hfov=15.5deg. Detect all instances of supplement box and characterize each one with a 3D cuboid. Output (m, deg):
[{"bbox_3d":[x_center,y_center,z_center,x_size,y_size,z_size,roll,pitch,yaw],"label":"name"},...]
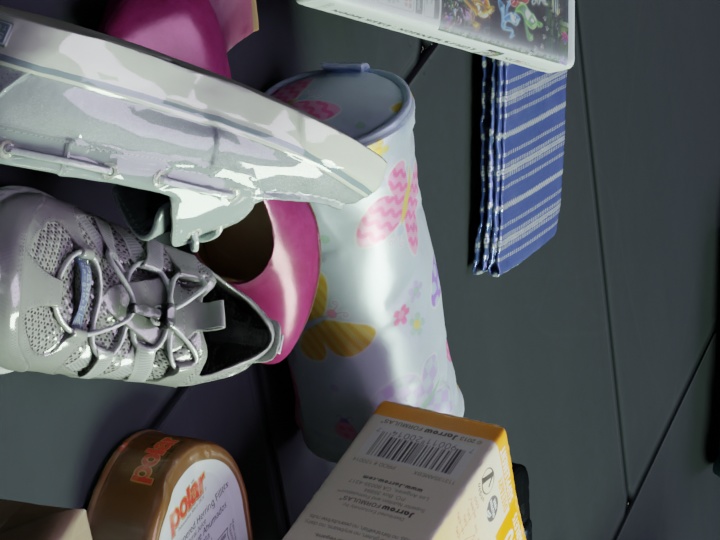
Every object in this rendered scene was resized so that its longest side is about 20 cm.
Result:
[{"bbox_3d":[0.005,0.175,1.237,0.200,0.073,0.127,-53,142,-39],"label":"supplement box"}]

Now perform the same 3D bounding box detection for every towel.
[{"bbox_3d":[0.097,-0.107,1.597,0.145,0.024,0.201,-31,125,-66],"label":"towel"}]

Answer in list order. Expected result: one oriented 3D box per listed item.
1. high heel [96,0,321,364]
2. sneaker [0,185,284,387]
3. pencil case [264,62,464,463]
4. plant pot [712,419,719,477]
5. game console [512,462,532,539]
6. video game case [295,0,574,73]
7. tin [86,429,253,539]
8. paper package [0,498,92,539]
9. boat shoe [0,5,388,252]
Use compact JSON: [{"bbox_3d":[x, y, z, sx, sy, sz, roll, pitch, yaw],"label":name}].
[{"bbox_3d":[-0.074,-0.036,1.151,0.096,0.067,0.201,-41,125,-49],"label":"high heel"},{"bbox_3d":[-0.095,0.009,1.069,0.200,0.081,0.075,9,87,-68],"label":"sneaker"},{"bbox_3d":[0.000,0.000,1.297,0.091,0.083,0.201,-49,139,-44],"label":"pencil case"},{"bbox_3d":[0.369,0.054,2.084,0.200,0.199,0.198,-19,105,-66],"label":"plant pot"},{"bbox_3d":[0.113,0.239,1.580,0.172,0.118,0.201,-38,130,-60],"label":"game console"},{"bbox_3d":[0.040,-0.210,1.289,0.181,0.023,0.201,10,77,-44],"label":"video game case"},{"bbox_3d":[-0.081,0.168,1.202,0.112,0.042,0.201,-55,144,-57],"label":"tin"},{"bbox_3d":[-0.159,0.205,0.934,0.191,0.103,0.201,-56,145,-50],"label":"paper package"},{"bbox_3d":[-0.079,-0.048,1.059,0.200,0.070,0.072,17,96,-38],"label":"boat shoe"}]
